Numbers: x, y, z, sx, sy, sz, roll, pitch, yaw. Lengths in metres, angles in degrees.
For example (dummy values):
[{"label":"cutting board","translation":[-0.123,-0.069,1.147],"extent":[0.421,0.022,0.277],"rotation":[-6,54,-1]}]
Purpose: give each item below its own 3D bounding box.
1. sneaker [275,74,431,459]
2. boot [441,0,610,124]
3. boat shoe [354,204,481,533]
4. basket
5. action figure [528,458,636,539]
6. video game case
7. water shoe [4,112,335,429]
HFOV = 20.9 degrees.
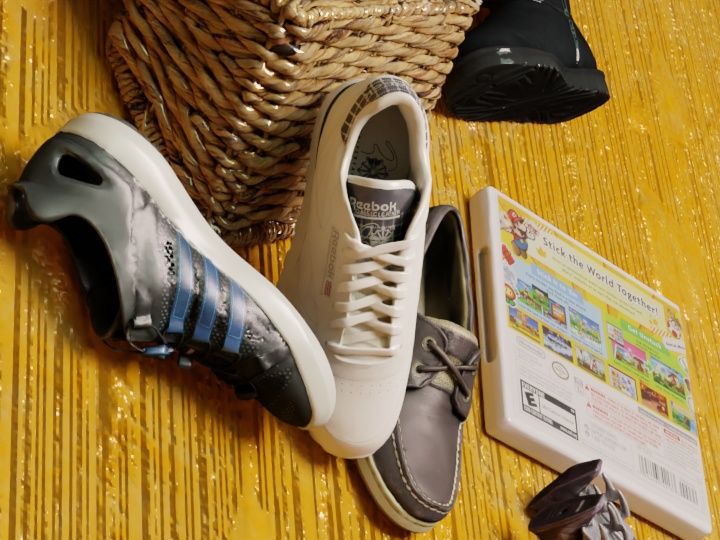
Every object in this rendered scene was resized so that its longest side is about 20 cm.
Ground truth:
[{"label":"sneaker","translation":[0.000,0.000,1.005],"extent":[0.076,0.080,0.201],"rotation":[1,95,-15]},{"label":"boot","translation":[0.091,-0.190,1.334],"extent":[0.200,0.076,0.169],"rotation":[0,67,-59]},{"label":"boat shoe","translation":[0.033,0.046,1.087],"extent":[0.073,0.065,0.201],"rotation":[27,46,-39]},{"label":"basket","translation":[-0.053,-0.115,1.110],"extent":[0.142,0.150,0.200],"rotation":[33,26,25]},{"label":"action figure","translation":[0.171,0.209,1.134],"extent":[0.200,0.069,0.130],"rotation":[55,29,-10]},{"label":"video game case","translation":[0.148,0.061,1.261],"extent":[0.199,0.023,0.183],"rotation":[29,43,-34]},{"label":"water shoe","translation":[-0.096,0.017,0.965],"extent":[0.200,0.071,0.079],"rotation":[50,62,-14]}]
